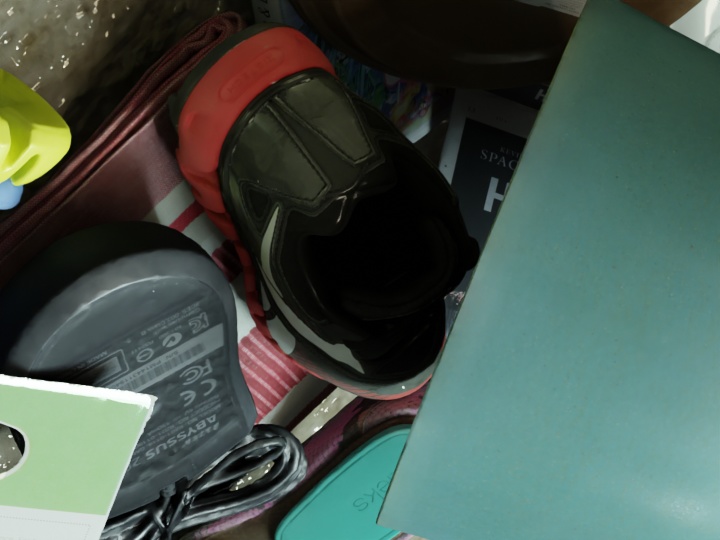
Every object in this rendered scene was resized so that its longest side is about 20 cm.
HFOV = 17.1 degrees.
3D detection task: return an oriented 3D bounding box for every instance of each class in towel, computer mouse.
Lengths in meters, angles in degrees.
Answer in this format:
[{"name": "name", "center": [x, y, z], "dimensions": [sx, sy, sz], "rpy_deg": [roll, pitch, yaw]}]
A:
[{"name": "towel", "center": [-0.058, 0.004, 0.905], "dimensions": [0.144, 0.023, 0.200], "rpy_deg": [-43, 144, -2]}, {"name": "computer mouse", "center": [-0.092, 0.043, 0.853], "dimensions": [0.138, 0.053, 0.200], "rpy_deg": [-26, 149, -15]}]

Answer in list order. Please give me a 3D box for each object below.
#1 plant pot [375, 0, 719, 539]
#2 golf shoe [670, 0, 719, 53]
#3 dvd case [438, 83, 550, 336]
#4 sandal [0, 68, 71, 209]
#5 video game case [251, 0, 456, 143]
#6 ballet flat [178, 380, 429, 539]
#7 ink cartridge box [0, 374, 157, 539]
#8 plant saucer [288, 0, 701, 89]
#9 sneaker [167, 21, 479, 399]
[{"name": "plant pot", "center": [0.116, 0.026, 0.827], "dimensions": [0.201, 0.161, 0.201], "rpy_deg": [23, 90, -87]}, {"name": "golf shoe", "center": [0.136, -0.070, 1.004], "dimensions": [0.200, 0.097, 0.078], "rpy_deg": [-58, 154, 16]}, {"name": "dvd case", "center": [0.093, 0.022, 0.989], "dimensions": [0.025, 0.150, 0.200], "rpy_deg": [-56, 163, -48]}, {"name": "sandal", "center": [-0.177, -0.023, 0.723], "dimensions": [0.200, 0.079, 0.087], "rpy_deg": [6, 116, -49]}, {"name": "video game case", "center": [0.037, -0.144, 0.919], "dimensions": [0.200, 0.024, 0.182], "rpy_deg": [-37, 140, -26]}, {"name": "ballet flat", "center": [-0.033, 0.112, 0.986], "dimensions": [0.200, 0.071, 0.069], "rpy_deg": [-41, 103, 16]}, {"name": "ink cartridge box", "center": [-0.170, 0.108, 0.808], "dimensions": [0.146, 0.048, 0.200], "rpy_deg": [10, 113, -31]}, {"name": "plant saucer", "center": [0.067, -0.133, 0.842], "dimensions": [0.200, 0.029, 0.200], "rpy_deg": [-14, 144, -11]}, {"name": "sneaker", "center": [0.000, 0.000, 0.859], "dimensions": [0.071, 0.098, 0.200], "rpy_deg": [-40, 145, -11]}]
